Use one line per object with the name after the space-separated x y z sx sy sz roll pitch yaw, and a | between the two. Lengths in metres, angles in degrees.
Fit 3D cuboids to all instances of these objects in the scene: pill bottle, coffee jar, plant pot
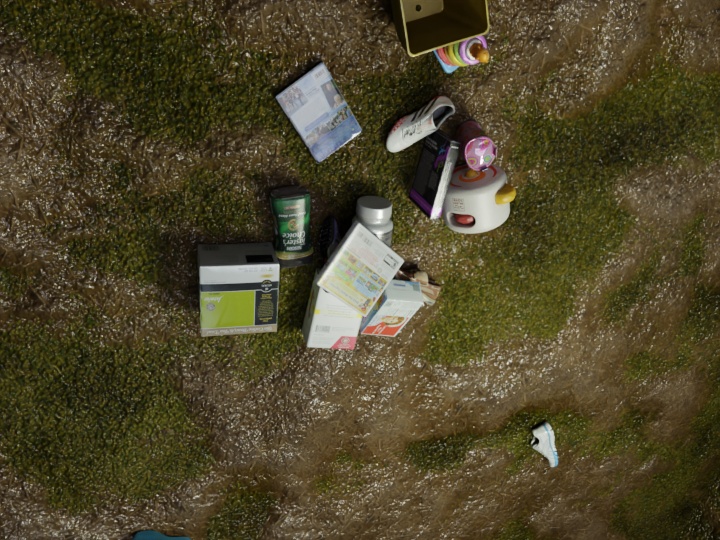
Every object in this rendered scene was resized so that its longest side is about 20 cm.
0.028 -0.085 1.632 0.111 0.114 0.205 -2 117 -17 | pill bottle
-0.174 -0.106 1.569 0.101 0.086 0.205 -11 120 -16 | coffee jar
0.151 -0.617 1.363 0.195 0.177 0.204 -19 122 -8 | plant pot

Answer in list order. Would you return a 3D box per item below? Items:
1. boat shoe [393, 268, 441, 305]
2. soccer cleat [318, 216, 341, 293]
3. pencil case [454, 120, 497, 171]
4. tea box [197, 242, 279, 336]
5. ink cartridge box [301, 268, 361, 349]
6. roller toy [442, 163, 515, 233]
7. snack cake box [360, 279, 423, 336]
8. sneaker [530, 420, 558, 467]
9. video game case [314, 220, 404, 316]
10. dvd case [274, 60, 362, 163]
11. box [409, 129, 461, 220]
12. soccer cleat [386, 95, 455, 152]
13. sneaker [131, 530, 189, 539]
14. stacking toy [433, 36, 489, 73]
0.158 0.026 1.763 0.198 0.076 0.072 31 100 -39 | boat shoe
-0.065 -0.040 1.611 0.072 0.068 0.206 6 73 -33 | soccer cleat
0.289 -0.316 1.551 0.085 0.201 0.090 0 114 0 | pencil case
-0.314 0.046 1.572 0.194 0.134 0.202 -1 116 -18 | tea box
-0.070 0.107 1.707 0.141 0.084 0.205 6 114 -21 | ink cartridge box
0.299 -0.197 1.622 0.178 0.201 0.143 -16 120 -3 | roller toy
0.082 0.107 1.725 0.112 0.069 0.201 6 145 -22 | snack cake box
0.670 0.644 2.261 0.085 0.075 0.204 -19 114 1 | sneaker
0.000 0.000 1.568 0.199 0.023 0.184 36 90 -40 | video game case
-0.100 -0.380 1.493 0.141 0.018 0.202 -34 123 1 | dvd case
0.189 -0.252 1.584 0.035 0.144 0.205 3 116 -21 | box
0.150 -0.365 1.546 0.198 0.086 0.069 -35 122 1 | soccer cleat
-0.627 0.877 1.930 0.197 0.077 0.082 25 109 -26 | sneaker
0.250 -0.519 1.432 0.109 0.201 0.117 -38 121 4 | stacking toy
